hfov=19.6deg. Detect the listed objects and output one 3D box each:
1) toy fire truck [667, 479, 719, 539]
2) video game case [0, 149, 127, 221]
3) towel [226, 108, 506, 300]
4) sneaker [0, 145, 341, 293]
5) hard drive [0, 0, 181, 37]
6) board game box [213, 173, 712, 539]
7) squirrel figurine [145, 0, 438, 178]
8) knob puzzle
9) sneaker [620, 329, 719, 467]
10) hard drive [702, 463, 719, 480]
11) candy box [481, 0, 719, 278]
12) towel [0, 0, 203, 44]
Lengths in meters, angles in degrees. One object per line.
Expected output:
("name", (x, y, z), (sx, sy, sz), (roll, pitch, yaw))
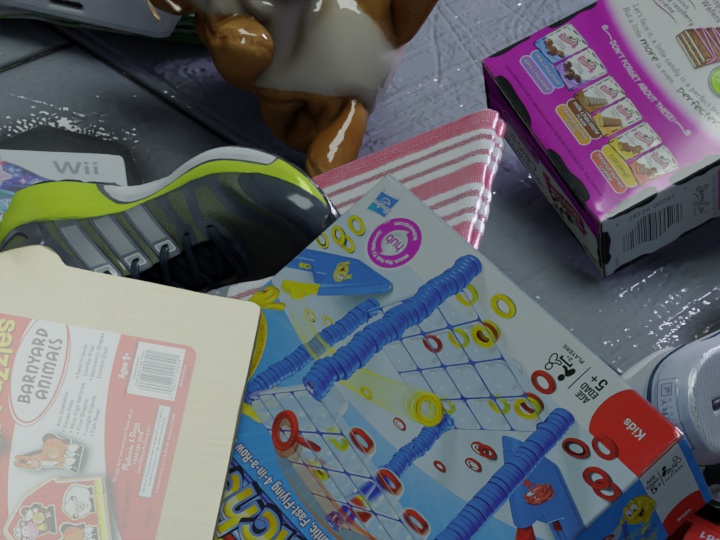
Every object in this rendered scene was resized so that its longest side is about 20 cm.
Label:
("toy fire truck", (0.148, 0.155, 0.915), (0.199, 0.049, 0.141), (25, 37, 17))
("video game case", (-0.183, 0.000, 1.062), (0.142, 0.018, 0.201), (1, 36, -14))
("towel", (0.000, 0.000, 1.042), (0.145, 0.030, 0.201), (-21, 29, 24))
("sneaker", (-0.095, 0.000, 0.976), (0.199, 0.074, 0.081), (-10, 42, 30))
("hard drive", (-0.157, -0.214, 1.324), (0.131, 0.027, 0.201), (13, 35, 4))
("board game box", (0.006, 0.088, 0.873), (0.196, 0.056, 0.200), (-42, 53, -8))
("squirrel figurine", (-0.065, -0.164, 1.203), (0.186, 0.142, 0.200), (26, 16, -10))
("knob puzzle", (-0.154, 0.080, 0.863), (0.218, 0.031, 0.221), (2, 59, -3))
("sneaker", (0.179, 0.051, 0.987), (0.070, 0.074, 0.199), (-12, -4, 41))
("hard drive", (0.276, 0.086, 1.059), (0.139, 0.038, 0.200), (28, 37, 22))
("candy box", (0.188, -0.102, 1.191), (0.199, 0.061, 0.137), (-27, 58, -7))
("towel", (-0.173, -0.192, 1.332), (0.198, 0.024, 0.153), (3, 35, -10))
